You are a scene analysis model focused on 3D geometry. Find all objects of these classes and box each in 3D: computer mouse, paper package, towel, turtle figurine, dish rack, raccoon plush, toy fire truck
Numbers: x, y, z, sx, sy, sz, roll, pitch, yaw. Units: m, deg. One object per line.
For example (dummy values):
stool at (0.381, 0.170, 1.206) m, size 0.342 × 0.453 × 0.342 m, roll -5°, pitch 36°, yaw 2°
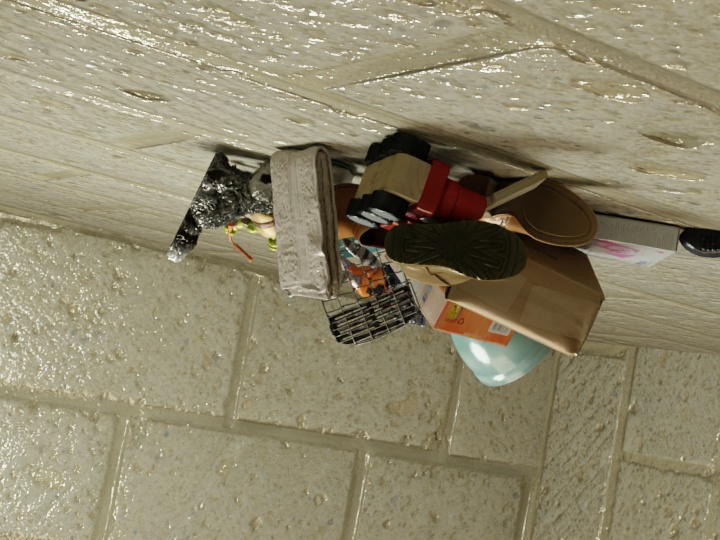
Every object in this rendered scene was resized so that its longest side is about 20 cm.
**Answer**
computer mouse at (0.533, -0.026, 1.692) m, size 0.198 × 0.034 × 0.059 m, roll 9°, pitch 174°, yaw 16°
paper package at (0.223, 0.007, 1.734) m, size 0.198 × 0.104 × 0.191 m, roll 24°, pitch -161°, yaw -6°
towel at (-0.076, -0.063, 1.662) m, size 0.034 × 0.203 × 0.132 m, roll -9°, pitch -174°, yaw -33°
turtle figurine at (-0.139, -0.084, 1.918) m, size 0.198 × 0.065 × 0.162 m, roll 12°, pitch 140°, yaw 35°
dish rack at (0.000, 0.000, 1.788) m, size 0.152 × 0.202 × 0.054 m, roll -22°, pitch 175°, yaw 20°
raccoon plush at (-0.183, -0.081, 1.827) m, size 0.133 × 0.201 × 0.097 m, roll 27°, pitch -149°, yaw -9°
toy fire truck at (0.105, -0.093, 1.502) m, size 0.198 × 0.130 × 0.176 m, roll 22°, pitch 173°, yaw -12°

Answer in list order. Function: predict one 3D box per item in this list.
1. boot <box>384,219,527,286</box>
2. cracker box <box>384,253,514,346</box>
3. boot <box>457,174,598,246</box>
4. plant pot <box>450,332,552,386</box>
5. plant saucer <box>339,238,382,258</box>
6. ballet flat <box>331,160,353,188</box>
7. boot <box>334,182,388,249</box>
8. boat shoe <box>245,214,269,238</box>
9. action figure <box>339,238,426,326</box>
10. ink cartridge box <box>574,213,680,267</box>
boot at (0.121, -0.016, 1.502) m, size 0.173 × 0.067 × 0.200 m, roll 11°, pitch 174°, yaw 12°
cracker box at (0.133, 0.022, 1.818) m, size 0.133 × 0.058 × 0.200 m, roll 14°, pitch -156°, yaw -30°
boot at (0.228, -0.067, 1.614) m, size 0.198 × 0.078 × 0.155 m, roll 12°, pitch 175°, yaw 26°
plant pot at (0.212, 0.060, 1.951) m, size 0.134 × 0.201 × 0.200 m, roll 41°, pitch 163°, yaw -21°
plant saucer at (0.043, -0.062, 1.982) m, size 0.198 × 0.028 × 0.200 m, roll -16°, pitch 172°, yaw -2°
ballet flat at (-0.056, -0.113, 1.793) m, size 0.069 × 0.070 × 0.200 m, roll 12°, pitch 175°, yaw -14°
boot at (0.000, -0.063, 1.657) m, size 0.198 × 0.074 × 0.155 m, roll -19°, pitch -157°, yaw 10°
boat shoe at (-0.141, -0.096, 1.997) m, size 0.198 × 0.075 × 0.073 m, roll 23°, pitch 165°, yaw -15°
action figure at (0.051, 0.020, 1.883) m, size 0.191 × 0.106 × 0.200 m, roll 13°, pitch -176°, yaw -18°
ink cartridge box at (0.344, -0.048, 1.802) m, size 0.197 × 0.044 × 0.196 m, roll 9°, pitch 175°, yaw 4°
